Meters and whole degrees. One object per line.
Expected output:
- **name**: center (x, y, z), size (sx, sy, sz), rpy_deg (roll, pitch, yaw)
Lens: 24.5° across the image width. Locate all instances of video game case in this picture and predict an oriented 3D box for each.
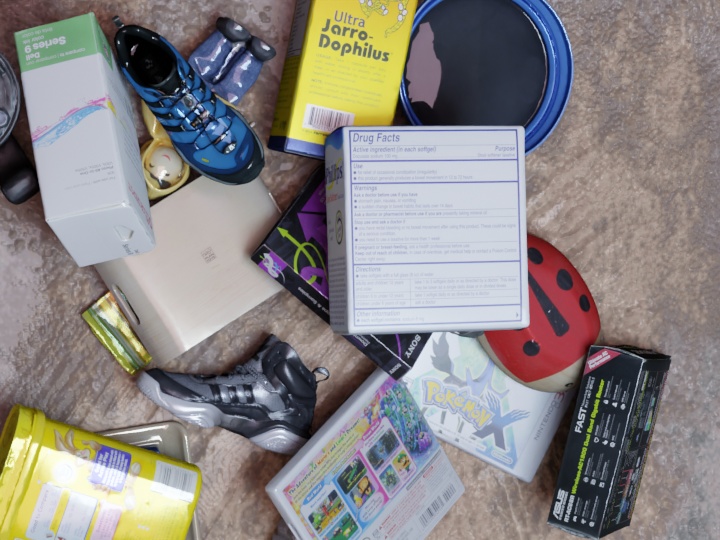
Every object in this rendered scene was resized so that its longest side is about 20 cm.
- **video game case**: center (0.009, 0.229, 1.740), size (0.200, 0.024, 0.183), rpy_deg (-45, 118, -29)
- **video game case**: center (0.142, 0.110, 1.817), size (0.199, 0.022, 0.183), rpy_deg (27, 89, -13)

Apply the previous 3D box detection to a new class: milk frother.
- **milk frother**: center (-0.416, -0.123, 1.593), size (0.199, 0.188, 0.182), rpy_deg (-18, 97, -9)

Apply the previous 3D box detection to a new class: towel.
- **towel**: center (-0.191, 0.015, 1.741), size (0.200, 0.018, 0.086), rpy_deg (-41, 103, -6)

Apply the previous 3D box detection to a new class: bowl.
- **bowl**: center (0.129, -0.213, 1.768), size (0.199, 0.039, 0.202), rpy_deg (-2, 98, -16)

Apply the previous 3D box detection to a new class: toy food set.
- **toy food set**: center (-0.163, -0.015, 1.716), size (0.199, 0.060, 0.144), rpy_deg (-33, 96, -16)

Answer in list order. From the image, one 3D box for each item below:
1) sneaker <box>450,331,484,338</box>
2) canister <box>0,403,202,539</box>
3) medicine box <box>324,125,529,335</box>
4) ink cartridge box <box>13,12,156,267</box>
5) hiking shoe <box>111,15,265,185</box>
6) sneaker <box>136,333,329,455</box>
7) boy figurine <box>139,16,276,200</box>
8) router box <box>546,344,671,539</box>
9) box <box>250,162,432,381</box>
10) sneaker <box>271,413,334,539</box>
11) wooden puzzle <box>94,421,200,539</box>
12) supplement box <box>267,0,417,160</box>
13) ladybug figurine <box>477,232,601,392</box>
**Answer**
- **sneaker**: center (0.089, -0.025, 1.720), size (0.074, 0.079, 0.201), rpy_deg (0, 65, -38)
- **canister**: center (-0.274, 0.235, 1.665), size (0.199, 0.086, 0.150), rpy_deg (20, 88, -18)
- **medicine box**: center (0.063, -0.040, 1.624), size (0.181, 0.103, 0.202), rpy_deg (-1, 88, -12)
- **ink cartridge box**: center (-0.265, -0.123, 1.607), size (0.087, 0.145, 0.201), rpy_deg (-15, 73, 0)
- **hiking shoe**: center (-0.176, -0.161, 1.627), size (0.074, 0.087, 0.200), rpy_deg (-45, 78, 1)
- **sneaker**: center (-0.130, 0.113, 1.737), size (0.199, 0.075, 0.115), rpy_deg (22, 90, -19)
- **boy figurine**: center (-0.175, -0.164, 1.705), size (0.124, 0.064, 0.201), rpy_deg (36, 85, -16)
- **router box**: center (0.269, 0.180, 1.783), size (0.062, 0.150, 0.202), rpy_deg (15, 93, 22)
- **box**: center (0.000, 0.000, 1.719), size (0.200, 0.036, 0.143), rpy_deg (41, 48, -8)
- **sneaker**: center (-0.021, 0.257, 1.779), size (0.111, 0.078, 0.201), rpy_deg (21, 92, -24)
- **wooden puzzle**: center (-0.269, 0.264, 1.734), size (0.198, 0.046, 0.187), rpy_deg (-7, 97, -11)
- **supplement box**: center (-0.018, -0.211, 1.708), size (0.109, 0.109, 0.202), rpy_deg (11, 93, -13)
- **ladybug figurine**: center (0.189, 0.044, 1.768), size (0.136, 0.072, 0.200), rpy_deg (-41, 105, -12)
